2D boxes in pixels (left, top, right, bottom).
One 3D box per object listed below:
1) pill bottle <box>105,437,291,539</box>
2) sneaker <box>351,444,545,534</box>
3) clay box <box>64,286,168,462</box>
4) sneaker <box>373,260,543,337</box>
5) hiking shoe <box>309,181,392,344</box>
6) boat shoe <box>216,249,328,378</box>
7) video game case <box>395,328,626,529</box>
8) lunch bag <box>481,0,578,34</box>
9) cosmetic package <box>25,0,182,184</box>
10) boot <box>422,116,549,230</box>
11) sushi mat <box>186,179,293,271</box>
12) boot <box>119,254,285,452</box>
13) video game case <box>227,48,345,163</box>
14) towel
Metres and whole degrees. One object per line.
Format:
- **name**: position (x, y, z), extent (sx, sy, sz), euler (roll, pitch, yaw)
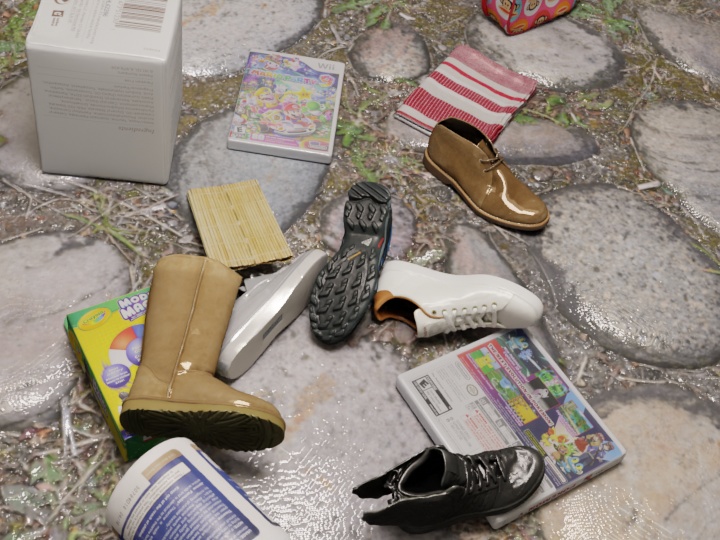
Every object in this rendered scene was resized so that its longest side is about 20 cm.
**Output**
- **pill bottle**: position (-0.131, 0.257, 0.937), extent (0.199, 0.112, 0.111), euler (38, 54, 22)
- **sneaker**: position (0.092, 0.207, 1.005), extent (0.197, 0.105, 0.061), euler (-20, 56, -5)
- **clay box**: position (-0.237, 0.094, 1.102), extent (0.114, 0.048, 0.201), euler (-19, 56, -25)
- **sneaker**: position (0.109, 0.051, 1.186), extent (0.197, 0.073, 0.085), euler (9, 51, 18)
- **hiking shoe**: position (0.000, 0.000, 1.208), extent (0.073, 0.087, 0.203), euler (15, 71, 18)
- **boat shoe**: position (-0.112, 0.038, 1.166), extent (0.068, 0.072, 0.201), euler (30, 60, 17)
- **video game case**: position (0.163, 0.163, 1.130), extent (0.180, 0.023, 0.201), euler (-20, 55, -24)
- **lunch bag**: position (0.288, -0.478, 1.601), extent (0.198, 0.178, 0.082), euler (-28, 58, -30)
- **cosmetic package**: position (-0.310, -0.242, 1.278), extent (0.163, 0.202, 0.169), euler (5, 48, -6)
- **boot**: position (0.167, -0.127, 1.346), extent (0.199, 0.076, 0.073), euler (37, 51, 20)
- **sushi mat**: position (-0.148, -0.056, 1.231), extent (0.094, 0.012, 0.201), euler (-8, 34, -15)
- **boot**: position (-0.149, 0.077, 1.057), extent (0.172, 0.067, 0.202), euler (9, 49, -2)
- **video game case**: position (-0.100, -0.232, 1.428), extent (0.141, 0.018, 0.202), euler (8, 48, -2)
- **towel**: position (0.156, -0.250, 1.485), extent (0.143, 0.023, 0.200), euler (29, 51, 16)
